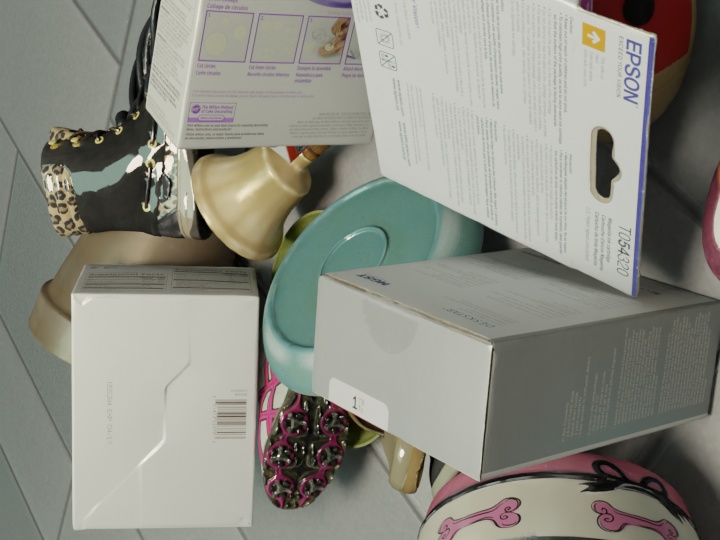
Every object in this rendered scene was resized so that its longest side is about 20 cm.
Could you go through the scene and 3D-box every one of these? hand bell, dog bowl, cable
[{"bbox_3d":[-0.035,-0.103,0.949,0.199,0.103,0.105,-34,68,29],"label":"hand bell"},{"bbox_3d":[0.122,0.186,0.718,0.201,0.197,0.075,-52,24,44],"label":"dog bowl"},{"bbox_3d":[-0.196,-0.201,1.130,0.201,0.050,0.164,-59,18,27],"label":"cable"}]

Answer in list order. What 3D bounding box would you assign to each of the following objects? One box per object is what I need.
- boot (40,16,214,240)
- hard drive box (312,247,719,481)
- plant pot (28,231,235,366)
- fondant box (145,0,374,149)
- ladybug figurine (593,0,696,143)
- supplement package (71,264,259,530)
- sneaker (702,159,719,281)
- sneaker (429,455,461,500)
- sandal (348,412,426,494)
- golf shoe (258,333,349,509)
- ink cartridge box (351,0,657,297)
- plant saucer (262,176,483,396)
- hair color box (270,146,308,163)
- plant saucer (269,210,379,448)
[{"bbox_3d":[-0.205,-0.124,1.032,0.148,0.073,0.204,-4,93,15],"label":"boot"},{"bbox_3d":[0.094,0.045,0.705,0.155,0.198,0.078,21,111,50],"label":"hard drive box"},{"bbox_3d":[-0.202,0.001,1.133,0.199,0.198,0.176,32,106,46],"label":"plant pot"},{"bbox_3d":[-0.042,-0.177,0.709,0.058,0.142,0.202,48,133,43],"label":"fondant box"},{"bbox_3d":[0.123,-0.165,0.679,0.134,0.072,0.202,-15,109,25],"label":"ladybug figurine"},{"bbox_3d":[-0.166,0.105,1.003,0.111,0.153,0.204,-120,32,-74],"label":"supplement package"},{"bbox_3d":[0.218,-0.073,0.605,0.075,0.089,0.202,48,132,37],"label":"sneaker"},{"bbox_3d":[0.067,0.101,0.802,0.200,0.074,0.108,87,165,-70],"label":"sneaker"},{"bbox_3d":[0.013,0.086,0.837,0.201,0.053,0.082,-99,14,-65],"label":"sandal"},{"bbox_3d":[-0.050,0.099,0.982,0.092,0.071,0.204,-142,58,-66],"label":"golf shoe"},{"bbox_3d":[0.085,-0.098,0.668,0.198,0.043,0.198,27,149,28],"label":"ink cartridge box"},{"bbox_3d":[0.000,0.000,0.861,0.198,0.027,0.202,-28,37,24],"label":"plant saucer"},{"bbox_3d":[-0.080,-0.177,0.836,0.101,0.061,0.201,38,162,26],"label":"hair color box"},{"bbox_3d":[-0.014,0.048,0.996,0.199,0.031,0.204,16,110,51],"label":"plant saucer"}]
